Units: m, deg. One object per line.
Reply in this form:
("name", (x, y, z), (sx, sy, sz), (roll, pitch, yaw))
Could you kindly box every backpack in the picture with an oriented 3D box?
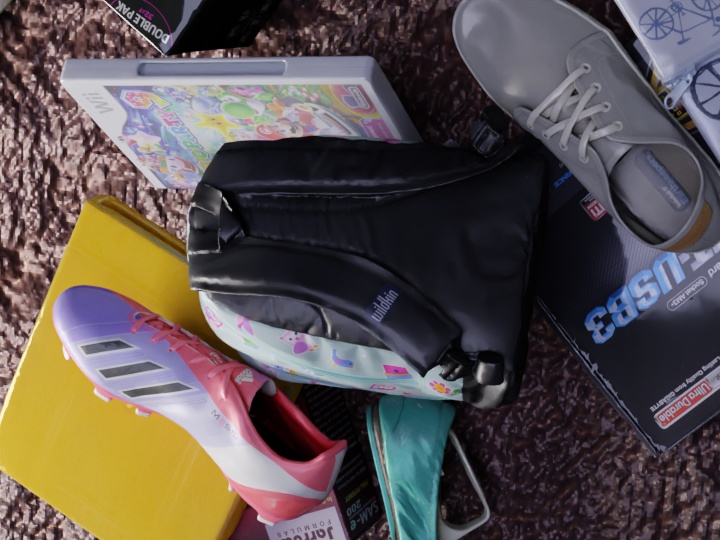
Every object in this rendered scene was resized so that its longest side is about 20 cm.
("backpack", (0.000, 0.000, 0.942), (0.198, 0.127, 0.168), (6, 60, 10))

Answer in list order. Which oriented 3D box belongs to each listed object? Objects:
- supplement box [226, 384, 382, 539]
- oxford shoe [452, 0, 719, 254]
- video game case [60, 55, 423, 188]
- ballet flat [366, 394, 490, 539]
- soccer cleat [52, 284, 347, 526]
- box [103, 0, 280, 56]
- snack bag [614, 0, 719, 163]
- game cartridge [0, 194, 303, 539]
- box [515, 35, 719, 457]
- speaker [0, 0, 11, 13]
("supplement box", (-0.072, 0.087, 1.086), (0.108, 0.061, 0.202), (-18, 94, 23))
("oxford shoe", (0.127, -0.087, 0.927), (0.200, 0.058, 0.075), (47, 115, 10))
("video game case", (-0.064, -0.086, 1.014), (0.198, 0.143, 0.018), (3, 67, 21))
("ballet flat", (0.049, 0.175, 1.055), (0.070, 0.067, 0.202), (-6, 100, 8))
("soccer cleat", (-0.094, 0.067, 0.985), (0.200, 0.067, 0.077), (41, 130, 5))
("box", (-0.123, -0.251, 1.007), (0.200, 0.124, 0.149), (41, 110, 9))
("snack bag", (0.240, -0.147, 0.894), (0.187, 0.021, 0.201), (-29, 81, 1))
("game cartridge", (-0.135, 0.081, 1.062), (0.175, 0.032, 0.201), (32, 112, 13))
("box", (0.189, -0.029, 0.969), (0.200, 0.050, 0.199), (-40, 83, 24))
("speaker", (-0.282, -0.185, 1.104), (0.200, 0.088, 0.089), (-42, 84, 23))
